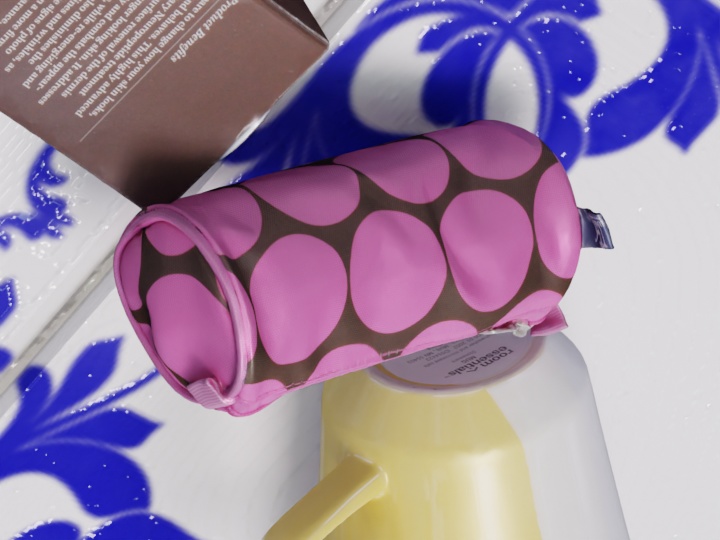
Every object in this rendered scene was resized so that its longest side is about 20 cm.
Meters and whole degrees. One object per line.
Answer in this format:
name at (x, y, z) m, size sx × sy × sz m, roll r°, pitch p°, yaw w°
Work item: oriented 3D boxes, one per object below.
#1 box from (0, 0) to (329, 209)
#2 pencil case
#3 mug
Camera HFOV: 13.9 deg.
box at (-0.118, -0.116, 1.104) m, size 0.100 × 0.075 × 0.200 m, roll -44°, pitch 126°, yaw 14°
pencil case at (0.000, 0.000, 1.177) m, size 0.200 × 0.091 × 0.094 m, roll -15°, pitch 97°, yaw -38°
mug at (0.043, 0.104, 1.271) m, size 0.149 × 0.187 × 0.153 m, roll 0°, pitch 121°, yaw 11°
